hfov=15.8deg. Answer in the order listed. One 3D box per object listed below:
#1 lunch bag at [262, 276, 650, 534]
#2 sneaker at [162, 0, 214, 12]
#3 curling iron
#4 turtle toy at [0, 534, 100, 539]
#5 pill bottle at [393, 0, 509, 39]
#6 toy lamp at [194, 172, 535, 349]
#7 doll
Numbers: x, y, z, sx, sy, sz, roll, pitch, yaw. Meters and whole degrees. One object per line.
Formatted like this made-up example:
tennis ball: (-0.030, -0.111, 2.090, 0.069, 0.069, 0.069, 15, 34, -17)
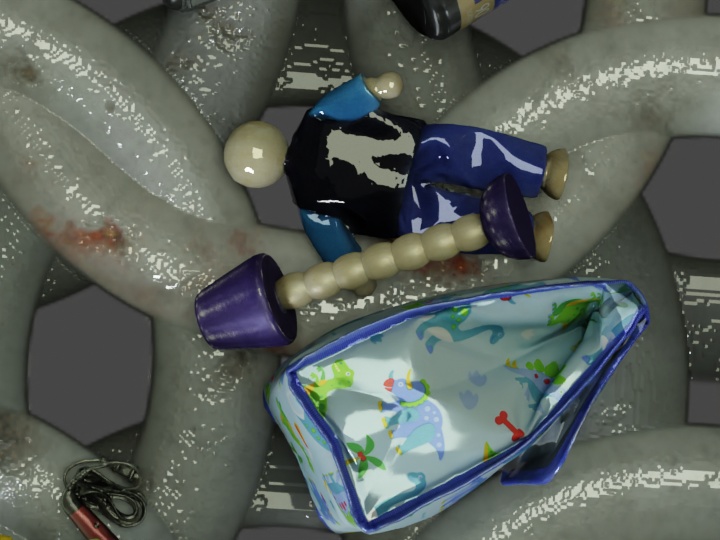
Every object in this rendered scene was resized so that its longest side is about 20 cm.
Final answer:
lunch bag: (0.058, 0.067, 1.471, 0.199, 0.170, 0.128, -27, 89, -10)
sneaker: (-0.136, -0.234, 1.519, 0.098, 0.071, 0.201, -41, 93, -10)
curling iron: (-0.106, 0.191, 1.514, 0.049, 0.026, 0.200, -35, 91, -5)
turtle toy: (-0.162, 0.240, 1.453, 0.145, 0.101, 0.201, 6, 114, -11)
pill bottle: (0.099, -0.230, 1.528, 0.200, 0.112, 0.112, -31, 90, -8)
toy lamp: (0.000, 0.000, 1.501, 0.199, 0.058, 0.058, -19, 88, 16)
doll: (0.017, -0.050, 1.534, 0.199, 0.048, 0.137, 11, 106, -5)
